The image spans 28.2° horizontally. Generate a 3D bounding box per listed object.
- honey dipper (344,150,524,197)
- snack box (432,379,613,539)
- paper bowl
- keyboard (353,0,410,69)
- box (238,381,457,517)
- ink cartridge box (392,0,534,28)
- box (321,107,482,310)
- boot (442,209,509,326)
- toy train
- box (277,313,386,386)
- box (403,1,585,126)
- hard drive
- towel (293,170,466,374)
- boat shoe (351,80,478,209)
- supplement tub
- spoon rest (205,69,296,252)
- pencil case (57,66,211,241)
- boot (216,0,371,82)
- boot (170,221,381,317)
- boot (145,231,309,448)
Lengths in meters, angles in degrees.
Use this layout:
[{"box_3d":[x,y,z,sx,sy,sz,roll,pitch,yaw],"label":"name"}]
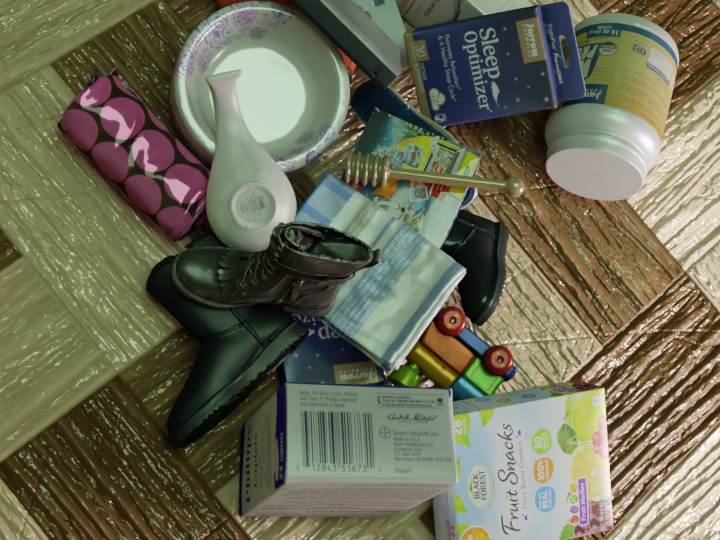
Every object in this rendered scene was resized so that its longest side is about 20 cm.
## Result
[{"box_3d":[0.083,-0.103,1.592,0.199,0.038,0.038,8,68,2],"label":"honey dipper"},{"box_3d":[0.179,0.223,1.604,0.199,0.068,0.169,-9,98,-20],"label":"snack box"},{"box_3d":[-0.118,-0.200,1.648,0.200,0.104,0.201,2,81,-12],"label":"paper bowl"},{"box_3d":[0.015,-0.340,1.799,0.056,0.011,0.200,-16,77,-4],"label":"keyboard"},{"box_3d":[-0.019,0.192,1.500,0.183,0.200,0.105,4,69,-18],"label":"box"},{"box_3d":[0.116,-0.337,1.785,0.200,0.116,0.068,41,63,-1],"label":"ink cartridge box"},{"box_3d":[0.037,-0.067,1.625,0.136,0.038,0.200,24,80,7],"label":"box"},{"box_3d":[0.071,-0.034,1.673,0.200,0.066,0.165,27,38,-13],"label":"boot"},{"box_3d":[0.070,0.091,1.642,0.200,0.085,0.116,39,77,-2],"label":"toy train"},{"box_3d":[-0.042,0.074,1.630,0.121,0.032,0.201,-5,74,-21],"label":"box"},{"box_3d":[0.160,-0.245,1.716,0.032,0.199,0.121,-52,131,-65],"label":"box"},{"box_3d":[-0.035,-0.302,1.648,0.200,0.140,0.033,43,106,-14],"label":"hard drive"},{"box_3d":[0.000,0.000,1.580,0.200,0.024,0.147,36,81,10],"label":"towel"},{"box_3d":[0.075,-0.150,1.709,0.072,0.072,0.200,-43,72,12],"label":"boat shoe"},{"box_3d":[0.312,-0.204,1.790,0.144,0.145,0.200,22,65,-11],"label":"supplement tub"},{"box_3d":[-0.129,-0.118,1.560,0.099,0.061,0.201,-13,103,-8],"label":"spoon rest"},{"box_3d":[-0.241,-0.129,1.601,0.200,0.091,0.094,46,67,-2],"label":"pencil case"},{"box_3d":[-0.089,-0.289,1.722,0.200,0.075,0.108,17,71,-14],"label":"boot"},{"box_3d":[-0.090,-0.013,1.472,0.199,0.174,0.069,8,70,-9],"label":"boot"},{"box_3d":[-0.178,0.072,1.559,0.168,0.076,0.200,44,74,9],"label":"boot"}]
